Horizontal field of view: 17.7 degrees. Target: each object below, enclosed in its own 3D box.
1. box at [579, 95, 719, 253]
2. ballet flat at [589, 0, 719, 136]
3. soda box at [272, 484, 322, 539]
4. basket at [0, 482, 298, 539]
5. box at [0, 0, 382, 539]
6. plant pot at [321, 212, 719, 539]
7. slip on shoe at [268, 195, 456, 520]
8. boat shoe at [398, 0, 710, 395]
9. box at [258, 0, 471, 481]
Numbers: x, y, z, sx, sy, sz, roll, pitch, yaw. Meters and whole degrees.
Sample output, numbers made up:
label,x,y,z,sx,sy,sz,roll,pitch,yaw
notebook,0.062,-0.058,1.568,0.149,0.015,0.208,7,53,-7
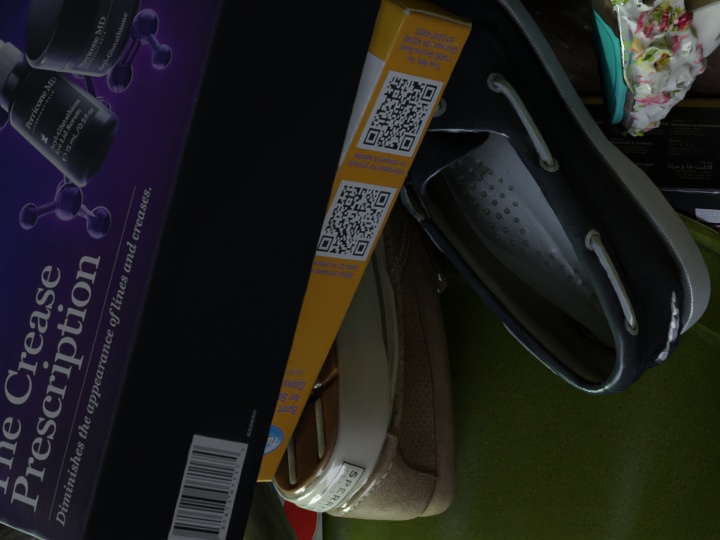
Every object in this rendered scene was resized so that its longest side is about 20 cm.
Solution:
label,x,y,z,sx,sy,sz,roll,pitch,yaw
box,0.093,-0.009,0.949,0.198,0.050,0.160,3,147,18
ballet flat,0.099,-0.109,0.752,0.063,0.076,0.200,-11,151,7
soda box,-0.079,0.133,1.131,0.068,0.064,0.199,-15,-177,42
basket,-0.116,0.155,0.941,0.197,0.161,0.201,-22,112,-1
box,-0.088,-0.019,0.753,0.140,0.202,0.079,13,179,41
plant pot,0.064,0.101,0.905,0.198,0.194,0.201,10,151,6
slip on shoe,0.000,0.000,0.852,0.060,0.201,0.076,16,138,-27
boat shoe,0.041,-0.044,0.810,0.200,0.060,0.076,45,135,5
box,-0.050,-0.022,0.806,0.119,0.201,0.041,35,-164,37
